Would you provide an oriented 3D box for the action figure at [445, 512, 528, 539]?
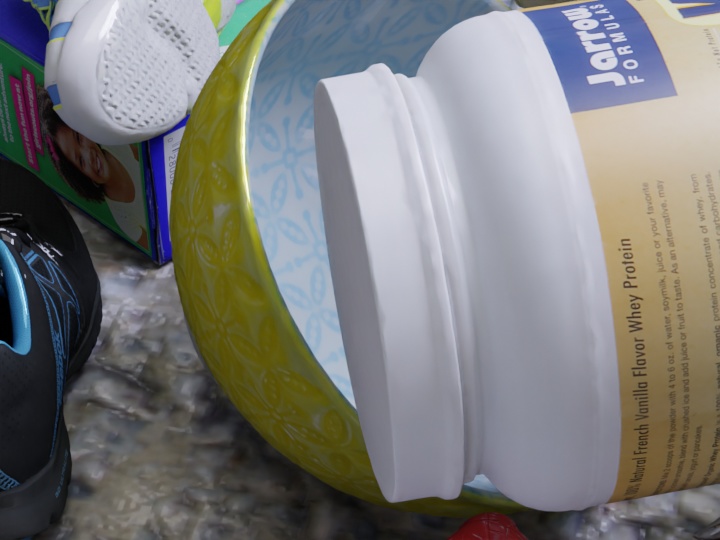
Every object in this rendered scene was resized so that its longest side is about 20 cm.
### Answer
[{"bbox_3d":[-0.006,0.129,0.690,0.200,0.099,0.065,-14,37,16],"label":"action figure"}]

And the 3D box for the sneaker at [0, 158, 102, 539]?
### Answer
[{"bbox_3d":[-0.130,0.008,0.820,0.073,0.082,0.200,-5,36,-6],"label":"sneaker"}]

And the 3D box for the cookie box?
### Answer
[{"bbox_3d":[-0.091,-0.107,0.982,0.171,0.075,0.200,-31,47,-34],"label":"cookie box"}]

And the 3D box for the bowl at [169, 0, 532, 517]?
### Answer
[{"bbox_3d":[0.000,0.000,0.796,0.108,0.200,0.200,-25,16,41],"label":"bowl"}]

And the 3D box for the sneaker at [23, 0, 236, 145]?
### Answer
[{"bbox_3d":[-0.105,-0.108,0.877,0.105,0.076,0.200,-3,31,18],"label":"sneaker"}]

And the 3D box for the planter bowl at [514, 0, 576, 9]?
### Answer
[{"bbox_3d":[0.130,-0.134,0.848,0.135,0.200,0.200,-36,30,23],"label":"planter bowl"}]

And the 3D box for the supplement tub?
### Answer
[{"bbox_3d":[0.094,-0.010,0.651,0.200,0.145,0.145,-10,38,-6],"label":"supplement tub"}]

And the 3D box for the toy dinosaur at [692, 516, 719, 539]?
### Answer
[{"bbox_3d":[0.100,0.158,0.611,0.136,0.200,0.102,26,-1,11],"label":"toy dinosaur"}]
